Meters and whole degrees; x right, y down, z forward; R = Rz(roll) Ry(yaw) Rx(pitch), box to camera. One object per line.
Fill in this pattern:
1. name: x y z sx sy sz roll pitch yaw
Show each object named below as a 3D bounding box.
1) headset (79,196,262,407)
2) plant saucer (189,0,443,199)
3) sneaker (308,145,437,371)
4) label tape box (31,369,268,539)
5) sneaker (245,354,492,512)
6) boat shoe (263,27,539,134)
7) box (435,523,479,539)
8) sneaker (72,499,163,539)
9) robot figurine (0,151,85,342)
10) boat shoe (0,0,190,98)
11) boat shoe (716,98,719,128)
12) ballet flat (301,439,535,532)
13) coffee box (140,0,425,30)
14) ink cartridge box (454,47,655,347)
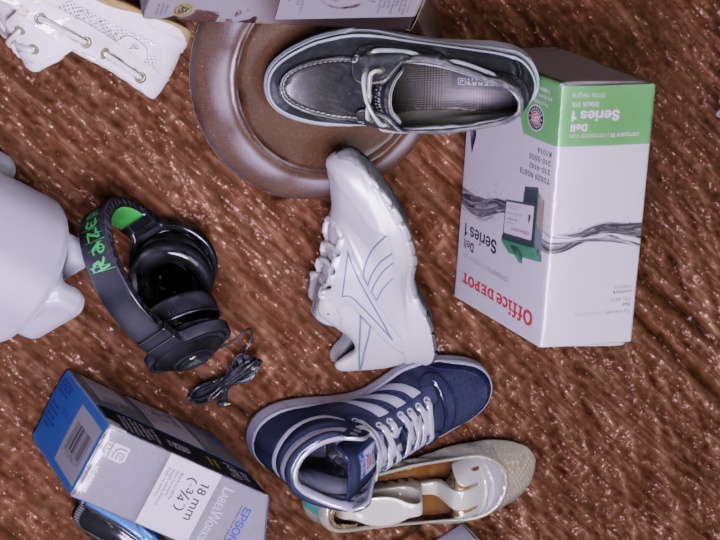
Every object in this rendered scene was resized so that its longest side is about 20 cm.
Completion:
1. headset: -0.143 0.031 1.665 0.094 0.124 0.200 -32 134 19
2. plant saucer: -0.027 -0.146 1.691 0.199 0.032 0.201 -6 108 -18
3. sneaker: 0.000 0.000 1.709 0.087 0.075 0.201 -17 122 -4
4. label tape box: -0.129 0.155 1.682 0.200 0.144 0.063 27 94 -24
5. sneaker: 0.021 0.125 1.743 0.199 0.108 0.070 -14 110 -14
6. boat shoe: 0.025 -0.133 1.620 0.199 0.071 0.072 -2 110 11
7. box: 0.037 0.321 1.843 0.200 0.041 0.156 -32 113 -9
8. sneaker: -0.166 0.256 1.738 0.083 0.071 0.200 -32 116 -14
9. robot figurine: -0.283 -0.022 1.585 0.200 0.170 0.113 30 136 -33
10. boat shoe: -0.217 -0.172 1.586 0.199 0.071 0.070 20 95 -23
11. boat shoe: 0.312 -0.120 1.795 0.066 0.072 0.200 -28 121 -14
12. ballet flat: 0.053 0.178 1.794 0.199 0.062 0.068 -8 108 -17
13. coffee box: -0.055 -0.237 1.599 0.199 0.113 0.080 1 147 -19
14. ink cartridge box: 0.142 -0.056 1.708 0.084 0.146 0.201 -3 106 -25
